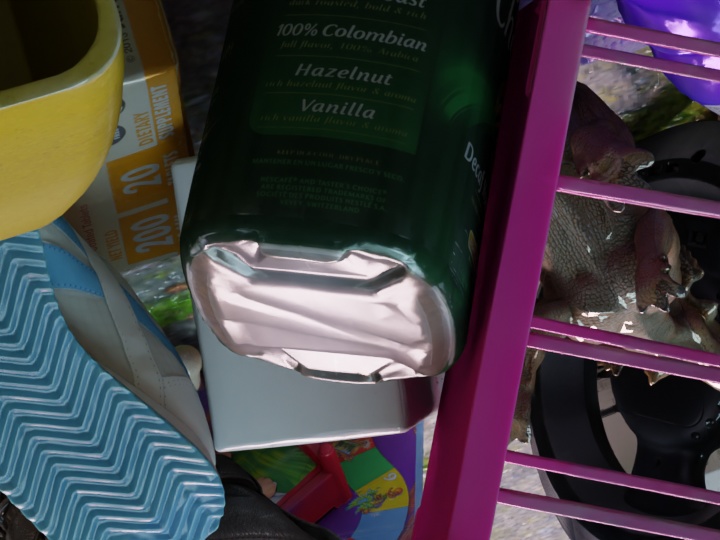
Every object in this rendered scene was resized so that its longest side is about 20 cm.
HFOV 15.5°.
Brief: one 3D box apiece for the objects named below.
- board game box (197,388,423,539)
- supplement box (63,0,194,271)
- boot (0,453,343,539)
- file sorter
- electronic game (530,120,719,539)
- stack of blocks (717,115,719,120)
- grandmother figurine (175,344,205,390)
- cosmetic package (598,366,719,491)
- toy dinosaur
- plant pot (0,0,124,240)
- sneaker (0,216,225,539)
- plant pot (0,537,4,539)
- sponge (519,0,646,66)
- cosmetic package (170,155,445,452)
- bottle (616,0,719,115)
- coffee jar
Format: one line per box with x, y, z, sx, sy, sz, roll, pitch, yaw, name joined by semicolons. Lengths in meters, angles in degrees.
-0.057;0.096;0.995;0.157;0.200;0.039;-10;129;11;board game box
-0.159;-0.039;0.904;0.199;0.074;0.126;-16;153;-6;supplement box
-0.122;0.076;0.932;0.199;0.174;0.069;-9;122;-25;boot
0.094;0.026;0.827;0.125;0.201;0.139;11;-178;-1;file sorter
0.138;0.037;1.102;0.041;0.201;0.200;9;143;-38;electronic game
0.189;-0.021;1.121;0.058;0.116;0.200;-1;168;-31;stack of blocks
-0.038;0.048;1.179;0.121;0.061;0.200;10;140;-31;grandmother figurine
0.134;0.090;1.255;0.082;0.051;0.200;-22;-166;4;cosmetic package
0.080;-0.026;0.985;0.086;0.201;0.136;-13;-163;15;toy dinosaur
-0.170;-0.082;0.697;0.199;0.201;0.176;-18;164;-2;plant pot
-0.118;0.008;0.843;0.076;0.081;0.200;-30;118;4;sneaker
-0.157;0.190;1.183;0.199;0.187;0.186;12;144;-19;plant pot
0.111;-0.122;0.972;0.199;0.030;0.112;-17;154;-2;sponge
0.000;0.000;0.960;0.071;0.102;0.200;-8;-178;14;cosmetic package
0.143;-0.094;0.941;0.083;0.065;0.200;-33;150;25;bottle
0.005;-0.074;0.809;0.085;0.201;0.104;6;157;9;coffee jar
